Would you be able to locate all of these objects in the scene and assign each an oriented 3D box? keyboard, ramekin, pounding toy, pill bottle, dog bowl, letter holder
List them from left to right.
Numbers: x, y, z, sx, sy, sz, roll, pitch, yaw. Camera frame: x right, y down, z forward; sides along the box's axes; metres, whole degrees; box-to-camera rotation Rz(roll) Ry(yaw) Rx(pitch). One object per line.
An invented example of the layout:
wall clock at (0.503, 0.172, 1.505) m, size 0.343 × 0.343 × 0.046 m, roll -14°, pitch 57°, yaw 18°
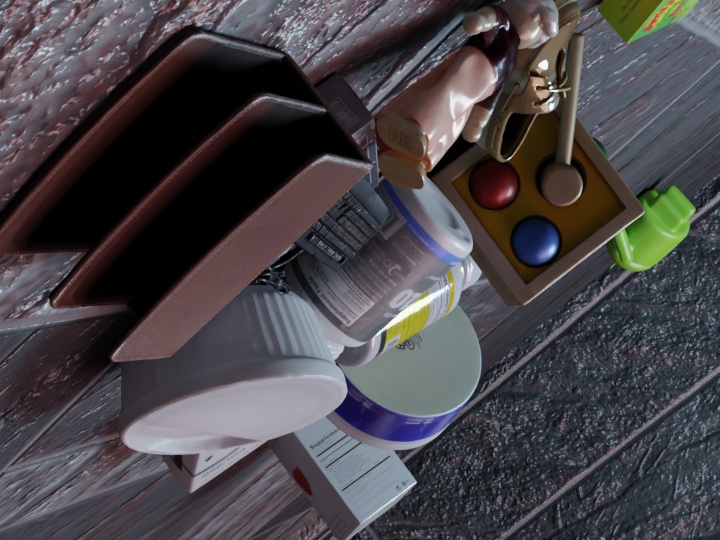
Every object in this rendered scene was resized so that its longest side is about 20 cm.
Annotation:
letter holder at (-0.116, -0.041, 0.820) m, size 0.200 × 0.101 × 0.142 m, roll -42°, pitch 165°, yaw 18°
ramekin at (-0.119, 0.087, 1.156) m, size 0.201 × 0.095 × 0.203 m, roll -13°, pitch 159°, yaw -5°
keyboard at (-0.035, -0.022, 1.074) m, size 0.127 × 0.021 × 0.200 m, roll -39°, pitch 168°, yaw 3°
pill bottle at (0.000, 0.000, 1.257) m, size 0.200 × 0.114 × 0.114 m, roll -41°, pitch 167°, yaw 17°
dog bowl at (0.036, 0.099, 1.515) m, size 0.199 × 0.200 × 0.079 m, roll -28°, pitch 162°, yaw -38°
pill bottle at (0.040, 0.017, 1.438) m, size 0.199 × 0.112 × 0.111 m, roll -28°, pitch 164°, yaw -39°
pounding toy at (0.183, -0.097, 1.327) m, size 0.200 × 0.185 × 0.142 m, roll -37°, pitch 180°, yaw -3°

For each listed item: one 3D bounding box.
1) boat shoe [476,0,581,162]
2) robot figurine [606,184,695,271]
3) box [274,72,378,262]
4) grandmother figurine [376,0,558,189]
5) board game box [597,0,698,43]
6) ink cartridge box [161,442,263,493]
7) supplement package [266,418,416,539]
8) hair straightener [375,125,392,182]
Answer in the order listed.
boat shoe at (0.154, -0.170, 1.187) m, size 0.074 × 0.067 × 0.200 m, roll -31°, pitch 166°, yaw -28°
robot figurine at (0.552, -0.076, 2.535) m, size 0.175 × 0.116 × 0.200 m, roll -38°, pitch 171°, yaw -41°
box at (-0.078, -0.049, 1.012) m, size 0.200 × 0.048 × 0.158 m, roll -38°, pitch 167°, yaw -6°
grandmother figurine at (0.087, -0.154, 1.008) m, size 0.200 × 0.060 × 0.122 m, roll -48°, pitch 163°, yaw -28°
board game box at (0.311, -0.301, 1.203) m, size 0.101 × 0.048 × 0.200 m, roll -27°, pitch 164°, yaw -38°
ink cartridge box at (-0.151, 0.157, 1.470) m, size 0.145 × 0.085 × 0.200 m, roll -33°, pitch 169°, yaw -21°
supplement package at (-0.032, 0.293, 2.020) m, size 0.119 × 0.200 × 0.121 m, roll -31°, pitch 166°, yaw -27°
hair straightener at (0.051, -0.128, 1.139) m, size 0.200 × 0.041 × 0.077 m, roll -43°, pitch 168°, yaw 0°
